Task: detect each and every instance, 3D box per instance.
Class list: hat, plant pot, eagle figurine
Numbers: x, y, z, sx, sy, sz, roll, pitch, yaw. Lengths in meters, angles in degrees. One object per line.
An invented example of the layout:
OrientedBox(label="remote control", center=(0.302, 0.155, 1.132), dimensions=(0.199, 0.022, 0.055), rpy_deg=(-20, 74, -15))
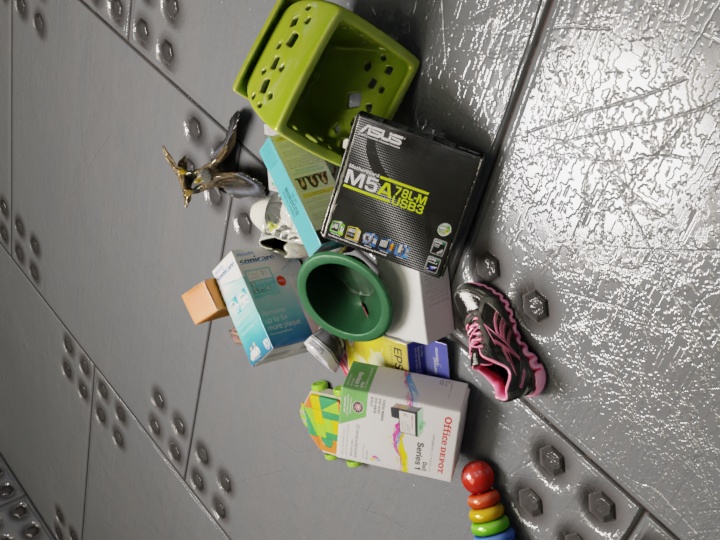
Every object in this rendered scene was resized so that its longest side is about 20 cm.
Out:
OrientedBox(label="hat", center=(0.000, 0.000, 1.569), dimensions=(0.198, 0.176, 0.167), rpy_deg=(18, 128, 21))
OrientedBox(label="plant pot", center=(-0.064, -0.294, 1.420), dimensions=(0.181, 0.198, 0.201), rpy_deg=(38, 102, 42))
OrientedBox(label="eagle figurine", center=(-0.272, -0.197, 1.827), dimensions=(0.198, 0.152, 0.152), rpy_deg=(-21, 134, 23))

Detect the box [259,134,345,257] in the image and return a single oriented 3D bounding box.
OrientedBox(label="box", center=(-0.084, -0.128, 1.535), dimensions=(0.049, 0.082, 0.202), rpy_deg=(-42, 70, 53))

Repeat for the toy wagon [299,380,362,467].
OrientedBox(label="toy wagon", center=(-0.062, 0.293, 1.824), dimensions=(0.199, 0.039, 0.157), rpy_deg=(3, 107, 49))

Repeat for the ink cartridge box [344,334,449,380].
OrientedBox(label="ink cartridge box", center=(0.063, 0.190, 1.603), dimensions=(0.199, 0.047, 0.200), rpy_deg=(18, 124, 41))

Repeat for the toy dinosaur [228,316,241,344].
OrientedBox(label="toy dinosaur", center=(-0.214, 0.120, 1.856), dimensions=(0.200, 0.135, 0.087), rpy_deg=(-32, 81, 51))

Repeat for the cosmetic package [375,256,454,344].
OrientedBox(label="cosmetic package", center=(0.084, 0.007, 1.506), dimensions=(0.101, 0.074, 0.202), rpy_deg=(12, 116, 47))

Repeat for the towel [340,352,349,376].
OrientedBox(label="towel", center=(0.008, 0.127, 1.687), dimensions=(0.200, 0.022, 0.146), rpy_deg=(-44, 70, 49))

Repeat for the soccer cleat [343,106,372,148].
OrientedBox(label="soccer cleat", center=(0.004, -0.168, 1.540), dimensions=(0.077, 0.069, 0.202), rpy_deg=(36, 129, 53))

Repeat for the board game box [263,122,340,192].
OrientedBox(label="board game box", center=(-0.100, -0.229, 1.632), dimensions=(0.147, 0.064, 0.202), rpy_deg=(20, 118, 45))

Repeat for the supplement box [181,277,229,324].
OrientedBox(label="supplement box", center=(-0.253, 0.048, 1.818), dimensions=(0.066, 0.200, 0.069), rpy_deg=(-31, 85, 26))

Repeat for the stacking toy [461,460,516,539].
OrientedBox(label="stacking toy", center=(0.210, 0.407, 1.524), dimensions=(0.085, 0.085, 0.202), rpy_deg=(-16, 88, 51))

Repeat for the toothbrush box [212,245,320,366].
OrientedBox(label="toothbrush box", center=(-0.164, 0.058, 1.747), dimensions=(0.085, 0.145, 0.202), rpy_deg=(-41, 68, 43))

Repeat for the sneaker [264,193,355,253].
OrientedBox(label="sneaker", center=(-0.086, -0.072, 1.652), dimensions=(0.199, 0.084, 0.075), rpy_deg=(31, 101, 33))

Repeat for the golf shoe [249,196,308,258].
OrientedBox(label="golf shoe", center=(-0.158, -0.078, 1.739), dimensions=(0.199, 0.097, 0.079), rpy_deg=(27, 126, 42))

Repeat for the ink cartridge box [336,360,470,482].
OrientedBox(label="ink cartridge box", center=(0.069, 0.246, 1.539), dimensions=(0.198, 0.084, 0.146), rpy_deg=(10, 119, 10))

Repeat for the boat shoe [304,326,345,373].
OrientedBox(label="boat shoe", center=(-0.055, 0.129, 1.669), dimensions=(0.072, 0.068, 0.200), rpy_deg=(40, 172, 11))

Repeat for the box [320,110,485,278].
OrientedBox(label="box", center=(0.061, -0.111, 1.392), dimensions=(0.198, 0.048, 0.195), rpy_deg=(20, 112, 3))

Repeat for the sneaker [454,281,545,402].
OrientedBox(label="sneaker", center=(0.191, 0.108, 1.404), dimensions=(0.201, 0.095, 0.079), rpy_deg=(58, 141, 17))
